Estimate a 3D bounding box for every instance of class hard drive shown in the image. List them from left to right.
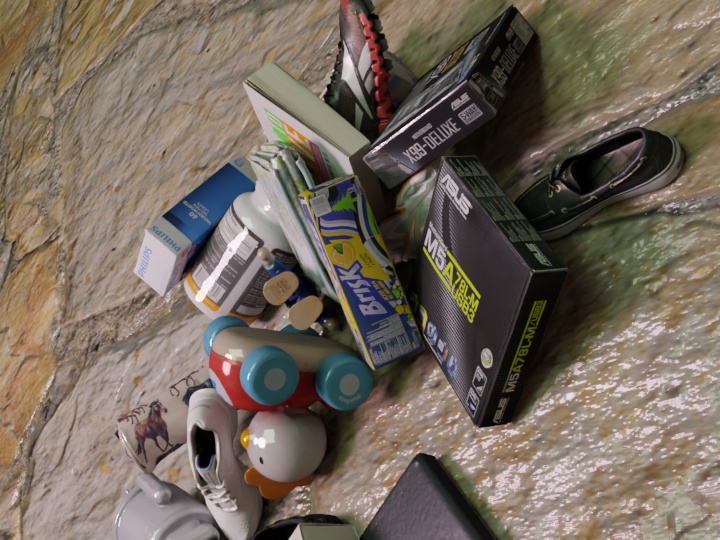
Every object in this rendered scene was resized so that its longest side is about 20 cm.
[{"bbox_3d":[0.074,0.296,1.021,0.140,0.033,0.200,-58,38,15],"label":"hard drive"}]

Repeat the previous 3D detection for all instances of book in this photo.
[{"bbox_3d":[-0.048,-0.144,1.223,0.048,0.134,0.200,-37,53,-16],"label":"book"}]

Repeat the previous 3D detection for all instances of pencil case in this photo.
[{"bbox_3d":[-0.213,0.176,1.321,0.199,0.090,0.078,-32,66,-17],"label":"pencil case"}]

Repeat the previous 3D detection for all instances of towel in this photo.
[{"bbox_3d":[-0.063,-0.057,1.228,0.048,0.201,0.171,-27,16,-8],"label":"towel"}]

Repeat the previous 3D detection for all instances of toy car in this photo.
[{"bbox_3d":[-0.099,0.173,1.203,0.184,0.176,0.202,22,103,64],"label":"toy car"}]

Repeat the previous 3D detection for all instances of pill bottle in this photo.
[{"bbox_3d":[-0.140,-0.031,1.382,0.200,0.116,0.117,-53,39,19],"label":"pill bottle"}]

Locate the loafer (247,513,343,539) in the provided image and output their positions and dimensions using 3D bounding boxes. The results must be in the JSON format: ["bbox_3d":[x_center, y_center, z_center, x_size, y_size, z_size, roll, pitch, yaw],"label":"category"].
[{"bbox_3d":[-0.101,0.322,1.197,0.200,0.070,0.069,-32,50,39],"label":"loafer"}]

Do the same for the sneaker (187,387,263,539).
[{"bbox_3d":[-0.174,0.246,1.250,0.074,0.201,0.087,-13,16,11],"label":"sneaker"}]

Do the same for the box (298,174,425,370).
[{"bbox_3d":[0.000,0.000,1.118,0.070,0.064,0.201,-150,39,-79],"label":"box"}]

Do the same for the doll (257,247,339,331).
[{"bbox_3d":[-0.079,0.026,1.260,0.048,0.136,0.200,-44,0,0],"label":"doll"}]

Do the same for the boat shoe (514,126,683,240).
[{"bbox_3d":[0.215,-0.088,1.009,0.199,0.056,0.069,-26,54,42],"label":"boat shoe"}]

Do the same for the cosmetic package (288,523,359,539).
[{"bbox_3d":[-0.064,0.370,1.097,0.201,0.073,0.104,-57,38,31],"label":"cosmetic package"}]

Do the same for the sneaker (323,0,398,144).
[{"bbox_3d":[-0.008,-0.223,1.211,0.071,0.097,0.202,-89,-12,-69],"label":"sneaker"}]

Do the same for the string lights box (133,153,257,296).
[{"bbox_3d":[-0.220,-0.065,1.430,0.200,0.059,0.103,-47,-8,-38],"label":"string lights box"}]

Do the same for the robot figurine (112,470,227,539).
[{"bbox_3d":[-0.249,0.340,1.338,0.199,0.112,0.171,12,116,53],"label":"robot figurine"}]

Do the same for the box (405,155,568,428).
[{"bbox_3d":[0.116,0.019,1.033,0.200,0.047,0.194,-119,32,-46],"label":"box"}]

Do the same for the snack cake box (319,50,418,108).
[{"bbox_3d":[-0.011,-0.184,1.333,0.201,0.067,0.115,-54,38,19],"label":"snack cake box"}]

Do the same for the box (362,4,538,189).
[{"bbox_3d":[0.101,-0.190,1.130,0.157,0.050,0.200,-32,17,39],"label":"box"}]

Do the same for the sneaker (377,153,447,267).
[{"bbox_3d":[0.067,-0.037,1.162,0.076,0.092,0.200,-43,-9,-42],"label":"sneaker"}]
